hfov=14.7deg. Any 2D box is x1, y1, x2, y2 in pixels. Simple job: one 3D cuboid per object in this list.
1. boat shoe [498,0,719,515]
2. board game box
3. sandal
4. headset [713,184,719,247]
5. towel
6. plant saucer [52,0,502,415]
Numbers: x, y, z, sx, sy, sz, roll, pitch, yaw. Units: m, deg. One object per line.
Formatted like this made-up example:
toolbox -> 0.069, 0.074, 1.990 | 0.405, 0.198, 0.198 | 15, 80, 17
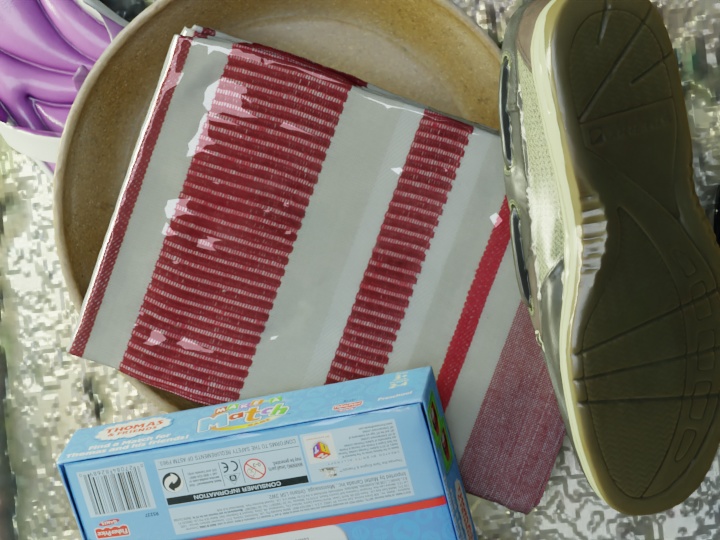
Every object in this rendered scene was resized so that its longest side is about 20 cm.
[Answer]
boat shoe -> 0.093, -0.009, 1.060 | 0.072, 0.066, 0.201 | -12, 100, -21
board game box -> -0.021, 0.146, 1.120 | 0.151, 0.037, 0.200 | -10, 110, 13
sandal -> -0.120, -0.075, 1.157 | 0.203, 0.050, 0.083 | 39, 100, 8
headset -> 0.189, -0.004, 1.068 | 0.123, 0.094, 0.200 | 24, 105, 11
towel -> 0.000, 0.000, 1.103 | 0.200, 0.023, 0.144 | 19, 101, -5
plant saucer -> -0.023, -0.028, 1.125 | 0.200, 0.035, 0.201 | -1, 100, -3
